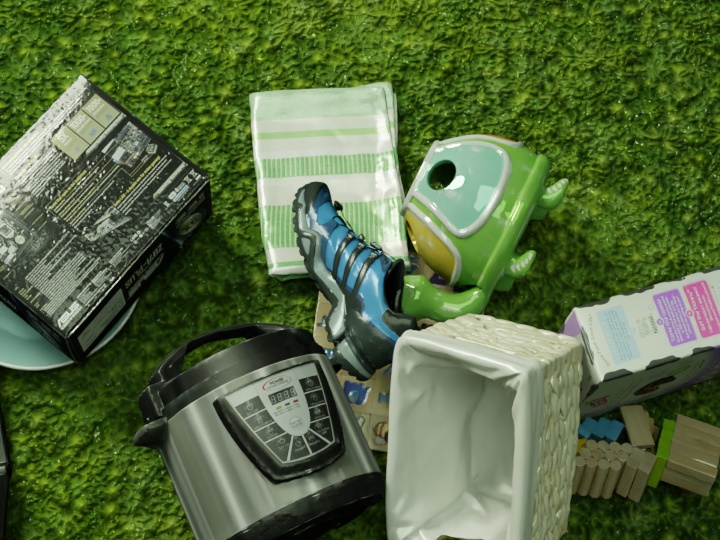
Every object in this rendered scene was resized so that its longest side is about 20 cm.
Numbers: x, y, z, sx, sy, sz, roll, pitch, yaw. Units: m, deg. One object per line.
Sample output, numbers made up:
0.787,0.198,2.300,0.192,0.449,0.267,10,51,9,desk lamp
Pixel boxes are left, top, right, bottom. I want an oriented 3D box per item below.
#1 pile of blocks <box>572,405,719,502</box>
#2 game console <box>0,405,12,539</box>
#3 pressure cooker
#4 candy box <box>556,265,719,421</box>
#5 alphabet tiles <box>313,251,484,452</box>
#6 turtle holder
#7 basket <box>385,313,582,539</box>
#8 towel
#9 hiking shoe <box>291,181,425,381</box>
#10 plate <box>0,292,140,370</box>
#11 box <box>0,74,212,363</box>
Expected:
0.239,0.178,1.201,0.196,0.063,0.083,0,46,-6,pile of blocks
-0.411,0.169,1.113,0.197,0.116,0.179,-11,84,-9,game console
-0.092,0.143,1.122,0.177,0.176,0.202,-30,73,14,pressure cooker
0.277,0.065,1.180,0.197,0.168,0.073,-15,72,-10,candy box
0.035,0.076,1.242,0.163,0.006,0.203,9,70,-2,alphabet tiles
0.102,-0.041,1.227,0.130,0.141,0.187,27,105,1,turtle holder
0.110,0.147,1.104,0.134,0.123,0.203,13,111,34,basket
-0.029,-0.091,1.282,0.150,0.023,0.203,-4,70,-5,towel
0.000,0.000,1.184,0.086,0.074,0.202,-25,66,12,hiking shoe
-0.304,0.000,1.232,0.196,0.026,0.203,1,70,-4,plate
-0.260,-0.047,1.192,0.163,0.086,0.201,37,72,8,box
